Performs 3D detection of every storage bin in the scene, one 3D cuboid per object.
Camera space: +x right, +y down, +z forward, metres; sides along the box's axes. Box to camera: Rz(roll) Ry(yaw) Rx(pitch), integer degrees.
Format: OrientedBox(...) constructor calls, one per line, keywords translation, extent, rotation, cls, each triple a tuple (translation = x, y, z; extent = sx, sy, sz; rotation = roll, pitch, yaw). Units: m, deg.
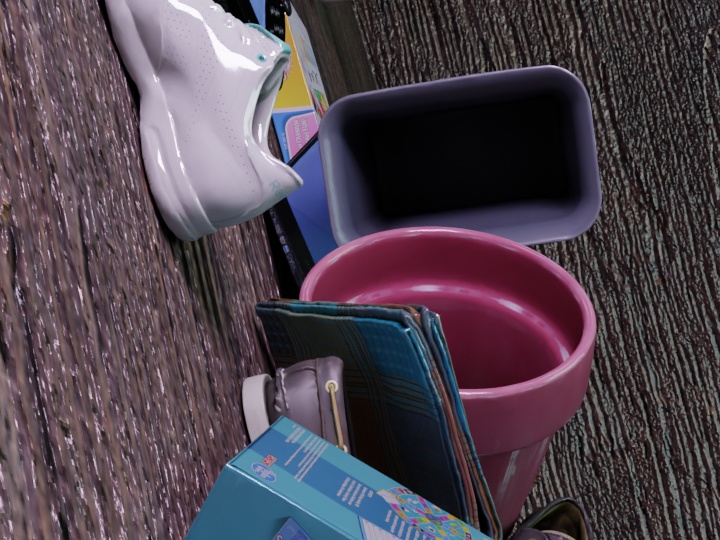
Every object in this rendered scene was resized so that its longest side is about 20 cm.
OrientedBox(translation=(0.081, -0.074, 1.092), extent=(0.134, 0.198, 0.147), rotation=(-42, 124, -79), cls="storage bin")

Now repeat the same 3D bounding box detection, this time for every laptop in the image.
OrientedBox(translation=(0.000, 0.000, 1.119), extent=(0.201, 0.102, 0.178), rotation=(-114, -179, -51), cls="laptop")

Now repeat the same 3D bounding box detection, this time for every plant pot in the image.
OrientedBox(translation=(0.054, 0.096, 0.985), extent=(0.201, 0.198, 0.181), rotation=(-99, -171, -57), cls="plant pot")

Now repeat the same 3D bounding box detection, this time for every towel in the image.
OrientedBox(translation=(0.004, 0.087, 0.836), extent=(0.199, 0.022, 0.148), rotation=(3, -68, 60), cls="towel")

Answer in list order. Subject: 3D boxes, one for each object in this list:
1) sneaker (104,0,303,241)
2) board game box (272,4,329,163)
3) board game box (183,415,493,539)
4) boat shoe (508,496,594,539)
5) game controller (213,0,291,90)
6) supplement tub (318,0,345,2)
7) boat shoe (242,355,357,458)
OrientedBox(translation=(-0.084, -0.121, 0.772), extent=(0.075, 0.088, 0.202), rotation=(39, 34, -77), cls="sneaker")
OrientedBox(translation=(-0.058, -0.159, 1.365), extent=(0.153, 0.040, 0.202), rotation=(48, 25, -77), cls="board game box")
OrientedBox(translation=(0.027, 0.145, 0.647), extent=(0.199, 0.047, 0.151), rotation=(30, 5, 4), cls="board game box")
OrientedBox(translation=(0.120, 0.201, 0.945), extent=(0.200, 0.073, 0.065), rotation=(-55, 170, -76), cls="boat shoe")
OrientedBox(translation=(-0.084, -0.205, 0.880), extent=(0.201, 0.042, 0.105), rotation=(66, 8, -46), cls="game controller")
OrientedBox(translation=(-0.043, -0.516, 2.127), extent=(0.132, 0.131, 0.201), rotation=(-98, 170, -59), cls="supplement tub")
OrientedBox(translation=(-0.009, 0.150, 0.807), extent=(0.072, 0.060, 0.203), rotation=(-54, 126, -83), cls="boat shoe")
